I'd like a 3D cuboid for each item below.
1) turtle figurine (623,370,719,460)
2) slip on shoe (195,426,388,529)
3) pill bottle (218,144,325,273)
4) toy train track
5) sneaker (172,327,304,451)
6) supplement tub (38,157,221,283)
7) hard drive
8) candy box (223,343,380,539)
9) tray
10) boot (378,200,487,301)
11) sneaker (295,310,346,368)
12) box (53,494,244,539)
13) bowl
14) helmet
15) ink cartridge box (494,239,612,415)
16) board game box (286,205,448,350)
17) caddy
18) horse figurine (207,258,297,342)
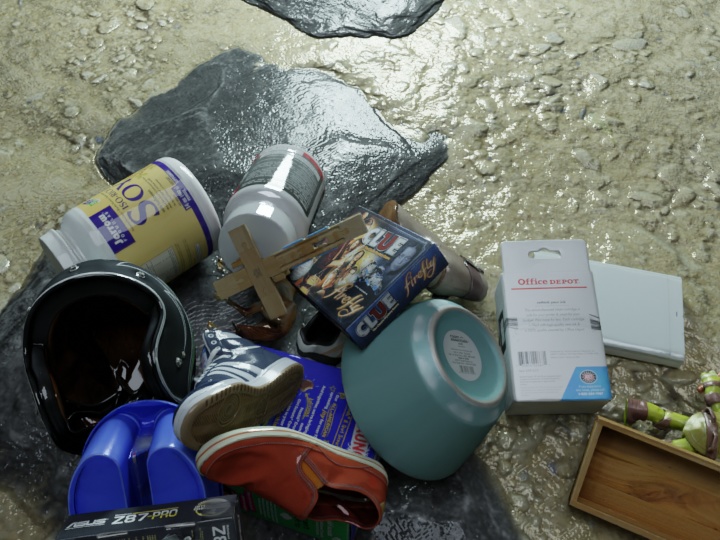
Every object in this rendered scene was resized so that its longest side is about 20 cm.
[{"bbox_3d":[0.383,0.197,0.825,0.158,0.065,0.204,1,65,11],"label":"turtle figurine"},{"bbox_3d":[-0.059,0.199,0.693,0.197,0.075,0.062,21,32,-22],"label":"slip on shoe"},{"bbox_3d":[-0.116,-0.078,0.973,0.111,0.116,0.201,6,32,5],"label":"pill bottle"},{"bbox_3d":[-0.082,-0.018,0.868,0.197,0.116,0.033,-24,9,14],"label":"toy train track"},{"bbox_3d":[-0.150,0.117,0.752,0.107,0.071,0.199,24,15,21],"label":"sneaker"},{"bbox_3d":[-0.298,-0.041,0.963,0.199,0.147,0.145,-36,60,-24],"label":"supplement tub"},{"bbox_3d":[0.320,0.047,0.968,0.196,0.027,0.134,11,54,8],"label":"hard drive"},{"bbox_3d":[-0.075,0.191,0.829,0.196,0.078,0.171,14,52,12],"label":"candy box"},{"bbox_3d":[0.335,0.241,0.785,0.197,0.037,0.100,20,92,16],"label":"tray"},{"bbox_3d":[0.093,-0.021,0.987,0.144,0.071,0.201,24,22,-11],"label":"boot"},{"bbox_3d":[-0.006,0.059,0.928,0.073,0.081,0.200,32,57,25],"label":"sneaker"},{"bbox_3d":[-0.180,0.316,0.671,0.158,0.204,0.049,-6,11,-3],"label":"box"},{"bbox_3d":[0.087,0.114,0.808,0.199,0.105,0.204,25,47,-30],"label":"bowl"},{"bbox_3d":[-0.278,0.090,0.825,0.196,0.201,0.193,-15,62,-11],"label":"helmet"},{"bbox_3d":[0.228,0.068,0.898,0.113,0.067,0.204,-1,66,2],"label":"ink cartridge box"},{"bbox_3d":[0.000,0.000,0.863,0.135,0.035,0.200,-44,29,-8],"label":"board game box"},{"bbox_3d":[-0.208,0.234,0.733,0.138,0.205,0.105,-5,11,-6],"label":"caddy"},{"bbox_3d":[-0.125,0.035,0.949,0.130,0.051,0.202,12,34,-13],"label":"horse figurine"}]
